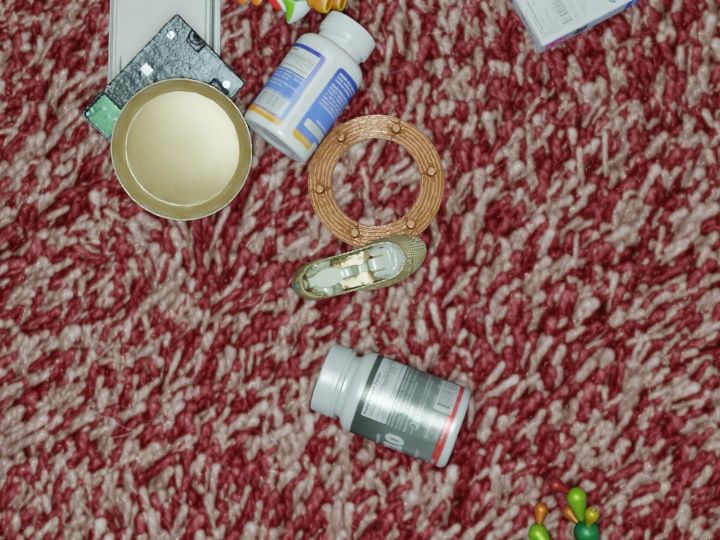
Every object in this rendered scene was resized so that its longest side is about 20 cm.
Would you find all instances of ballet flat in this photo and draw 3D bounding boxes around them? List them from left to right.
[{"bbox_3d":[0.000,0.000,1.499,0.199,0.065,0.071,-20,92,0],"label":"ballet flat"}]

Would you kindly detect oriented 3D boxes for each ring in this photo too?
[{"bbox_3d":[0.023,-0.130,1.543,0.199,0.019,0.202,-1,82,4],"label":"ring"}]

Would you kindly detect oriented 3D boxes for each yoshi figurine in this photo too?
[{"bbox_3d":[-0.115,-0.446,1.556,0.199,0.113,0.112,19,62,17],"label":"yoshi figurine"}]

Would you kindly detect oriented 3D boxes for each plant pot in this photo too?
[{"bbox_3d":[-0.254,-0.173,1.520,0.198,0.027,0.202,-1,103,-4],"label":"plant pot"}]

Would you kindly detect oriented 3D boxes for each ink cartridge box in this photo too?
[{"bbox_3d":[0.324,-0.418,1.561,0.199,0.042,0.120,-28,81,1],"label":"ink cartridge box"}]

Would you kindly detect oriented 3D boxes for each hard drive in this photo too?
[{"bbox_3d":[-0.283,-0.248,1.533,0.140,0.038,0.200,44,95,-12],"label":"hard drive"}]

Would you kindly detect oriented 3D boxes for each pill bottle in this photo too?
[{"bbox_3d":[-0.067,-0.266,1.521,0.112,0.112,0.201,34,84,7],"label":"pill bottle"},{"bbox_3d":[0.040,0.180,1.447,0.199,0.114,0.115,20,83,6],"label":"pill bottle"}]

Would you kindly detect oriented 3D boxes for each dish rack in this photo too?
[{"bbox_3d":[-0.295,-0.356,1.581,0.170,0.044,0.202,-1,81,3],"label":"dish rack"}]

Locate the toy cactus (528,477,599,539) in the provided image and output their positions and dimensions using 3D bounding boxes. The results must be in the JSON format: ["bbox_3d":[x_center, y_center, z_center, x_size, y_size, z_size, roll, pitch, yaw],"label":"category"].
[{"bbox_3d":[0.292,0.393,1.421,0.164,0.102,0.201,18,74,-4],"label":"toy cactus"}]
